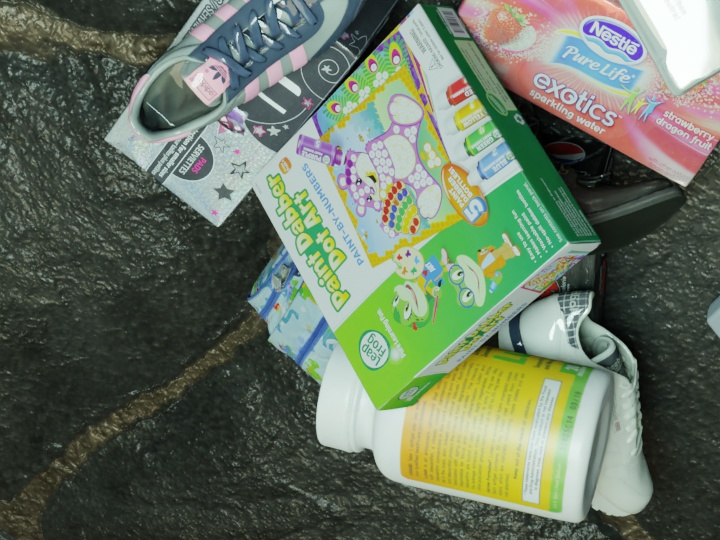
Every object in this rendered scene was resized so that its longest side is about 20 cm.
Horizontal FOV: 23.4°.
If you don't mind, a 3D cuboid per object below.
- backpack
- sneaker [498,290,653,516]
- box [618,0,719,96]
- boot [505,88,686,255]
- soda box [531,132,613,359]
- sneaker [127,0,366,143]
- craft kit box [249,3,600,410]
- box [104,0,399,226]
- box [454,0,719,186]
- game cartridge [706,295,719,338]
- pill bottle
[{"bbox_3d":[0.000,0.000,1.356,0.154,0.163,0.200,27,137,12],"label":"backpack"},{"bbox_3d":[0.182,0.105,1.325,0.080,0.076,0.200,-23,115,23],"label":"sneaker"},{"bbox_3d":[0.219,-0.244,1.021,0.200,0.171,0.199,-30,98,16],"label":"box"},{"bbox_3d":[0.118,-0.095,1.238,0.200,0.174,0.069,-11,161,5],"label":"boot"},{"bbox_3d":[0.153,-0.004,1.340,0.071,0.063,0.200,9,127,15],"label":"soda box"},{"bbox_3d":[-0.075,-0.144,1.147,0.200,0.082,0.070,-35,104,31],"label":"sneaker"},{"bbox_3d":[0.037,-0.041,1.178,0.198,0.048,0.200,-45,65,35],"label":"craft kit box"},{"bbox_3d":[-0.076,-0.152,1.276,0.115,0.132,0.200,37,128,-6],"label":"box"},{"bbox_3d":[0.171,-0.162,1.199,0.200,0.095,0.103,29,129,-1],"label":"box"},{"bbox_3d":[0.371,0.057,1.315,0.200,0.042,0.133,34,137,-5],"label":"game cartridge"},{"bbox_3d":[0.075,0.107,1.258,0.200,0.111,0.111,11,127,15],"label":"pill bottle"}]
